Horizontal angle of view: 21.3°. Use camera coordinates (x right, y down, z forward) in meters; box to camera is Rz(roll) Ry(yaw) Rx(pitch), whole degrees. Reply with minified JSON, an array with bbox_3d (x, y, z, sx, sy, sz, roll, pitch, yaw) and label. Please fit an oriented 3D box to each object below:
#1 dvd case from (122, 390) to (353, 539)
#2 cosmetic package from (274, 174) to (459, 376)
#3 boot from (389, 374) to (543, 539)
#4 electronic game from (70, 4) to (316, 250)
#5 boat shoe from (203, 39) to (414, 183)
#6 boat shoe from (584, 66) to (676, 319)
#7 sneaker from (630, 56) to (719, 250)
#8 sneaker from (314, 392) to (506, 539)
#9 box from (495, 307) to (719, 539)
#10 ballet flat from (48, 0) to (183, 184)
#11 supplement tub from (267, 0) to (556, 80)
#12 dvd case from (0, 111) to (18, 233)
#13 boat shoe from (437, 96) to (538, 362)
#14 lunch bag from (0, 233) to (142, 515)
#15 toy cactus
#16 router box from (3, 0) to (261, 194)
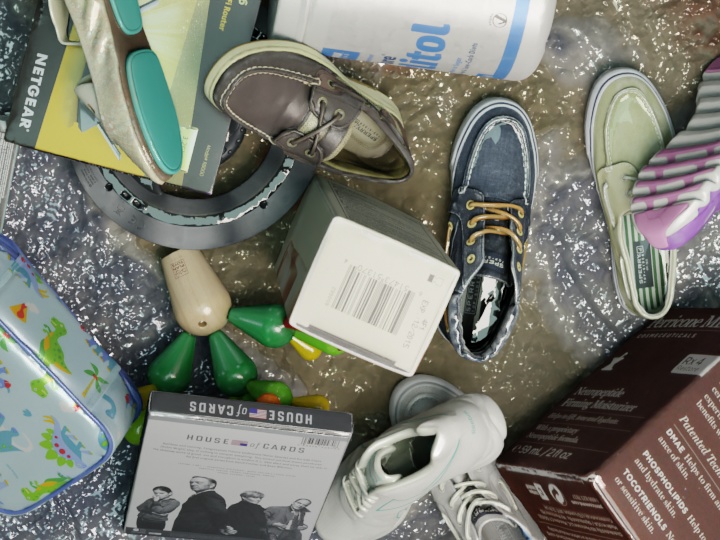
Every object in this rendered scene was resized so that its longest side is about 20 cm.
[{"bbox_3d":[-0.097,0.155,1.452,0.150,0.200,0.025,7,56,-9],"label":"dvd case"},{"bbox_3d":[0.000,0.000,1.412,0.103,0.200,0.087,23,99,-8],"label":"cosmetic package"},{"bbox_3d":[0.094,0.175,1.509,0.073,0.096,0.200,-35,103,1],"label":"boot"},{"bbox_3d":[-0.126,-0.116,1.455,0.199,0.042,0.201,0,93,-5],"label":"electronic game"},{"bbox_3d":[-0.028,-0.112,1.394,0.200,0.065,0.073,13,122,-47],"label":"boat shoe"},{"bbox_3d":[0.221,-0.059,1.493,0.072,0.062,0.201,-12,101,-4],"label":"boat shoe"},{"bbox_3d":[0.280,-0.080,1.460,0.200,0.080,0.089,-53,124,-30],"label":"sneaker"},{"bbox_3d":[0.019,0.154,1.472,0.200,0.080,0.071,-40,70,37],"label":"sneaker"},{"bbox_3d":[0.247,0.151,1.459,0.200,0.166,0.164,-40,103,-18],"label":"box"},{"bbox_3d":[-0.179,-0.154,1.353,0.062,0.067,0.201,-14,91,24],"label":"ballet flat"},{"bbox_3d":[0.038,-0.215,1.409,0.199,0.132,0.132,6,100,-7],"label":"supplement tub"},{"bbox_3d":[-0.367,-0.068,1.451,0.199,0.022,0.146,10,100,-9],"label":"dvd case"},{"bbox_3d":[0.103,-0.030,1.472,0.071,0.091,0.201,6,100,-7],"label":"boat shoe"},{"bbox_3d":[-0.278,0.079,1.435,0.161,0.083,0.200,-34,105,31],"label":"lunch bag"},{"bbox_3d":[-0.113,0.063,1.467,0.200,0.102,0.165,-27,84,23],"label":"toy cactus"},{"bbox_3d":[-0.160,-0.170,1.402,0.157,0.052,0.201,14,92,-5],"label":"router box"}]
